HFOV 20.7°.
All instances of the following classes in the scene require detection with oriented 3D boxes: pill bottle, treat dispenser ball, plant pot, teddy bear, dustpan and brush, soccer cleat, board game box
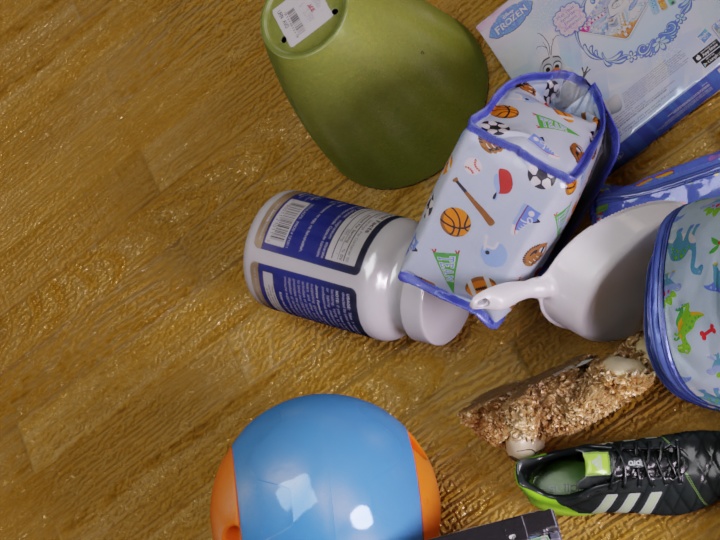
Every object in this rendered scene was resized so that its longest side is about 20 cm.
[{"bbox_3d":[0.000,0.000,1.818,0.199,0.116,0.116,16,80,33],"label":"pill bottle"},{"bbox_3d":[-0.030,0.208,1.705,0.200,0.201,0.202,-11,67,26],"label":"treat dispenser ball"},{"bbox_3d":[-0.005,-0.199,1.845,0.186,0.200,0.188,-10,67,26],"label":"plant pot"},{"bbox_3d":[0.180,0.113,1.667,0.199,0.145,0.067,-25,92,20],"label":"teddy bear"},{"bbox_3d":[0.178,0.012,1.642,0.057,0.199,0.140,41,134,32],"label":"dustpan and brush"},{"bbox_3d":[0.225,0.170,1.647,0.199,0.081,0.068,-12,66,25],"label":"soccer cleat"},{"bbox_3d":[0.235,-0.211,1.808,0.200,0.043,0.200,-38,59,12],"label":"board game box"}]

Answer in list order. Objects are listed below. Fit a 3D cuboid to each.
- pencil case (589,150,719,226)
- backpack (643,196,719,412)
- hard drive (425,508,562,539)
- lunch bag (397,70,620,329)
[{"bbox_3d":[0.292,-0.061,1.691,0.199,0.087,0.078,-17,42,25],"label":"pencil case"},{"bbox_3d":[0.310,0.033,1.579,0.146,0.199,0.184,-13,66,43],"label":"backpack"},{"bbox_3d":[0.078,0.279,1.623,0.199,0.140,0.038,-15,34,3],"label":"hard drive"},{"bbox_3d":[0.137,-0.071,1.703,0.123,0.200,0.171,30,119,5],"label":"lunch bag"}]
